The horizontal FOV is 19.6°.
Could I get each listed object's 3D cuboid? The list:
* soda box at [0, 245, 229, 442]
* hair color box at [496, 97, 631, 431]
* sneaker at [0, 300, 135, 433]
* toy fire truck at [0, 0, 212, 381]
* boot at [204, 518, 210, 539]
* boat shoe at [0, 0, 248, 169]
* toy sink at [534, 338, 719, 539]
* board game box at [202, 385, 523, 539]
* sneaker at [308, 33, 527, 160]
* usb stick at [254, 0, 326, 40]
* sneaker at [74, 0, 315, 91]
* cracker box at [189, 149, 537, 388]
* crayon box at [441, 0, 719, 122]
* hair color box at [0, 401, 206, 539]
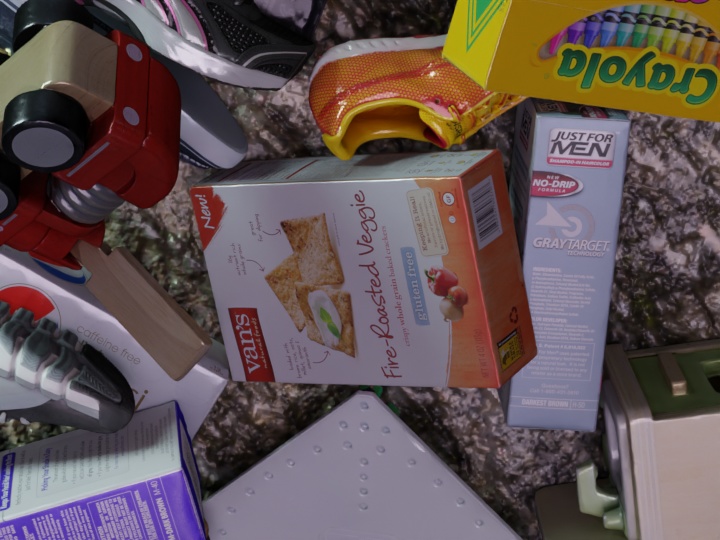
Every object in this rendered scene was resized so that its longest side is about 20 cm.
[{"bbox_3d":[-0.185,0.038,1.333,0.200,0.064,0.068,30,104,-12],"label":"soda box"},{"bbox_3d":[0.124,-0.010,1.313,0.060,0.099,0.200,3,107,-3],"label":"hair color box"},{"bbox_3d":[-0.244,0.076,1.276,0.200,0.075,0.116,28,106,0],"label":"sneaker"},{"bbox_3d":[-0.156,-0.039,1.239,0.200,0.129,0.176,27,136,-34],"label":"toy fire truck"},{"bbox_3d":[-0.145,0.257,1.401,0.200,0.072,0.166,-31,115,17],"label":"boot"},{"bbox_3d":[-0.170,-0.109,1.291,0.200,0.071,0.091,38,111,-10],"label":"boat shoe"},{"bbox_3d":[0.210,0.113,1.340,0.200,0.130,0.112,-8,107,1],"label":"toy sink"},{"bbox_3d":[0.004,0.188,1.374,0.200,0.026,0.200,-37,106,29],"label":"board game box"},{"bbox_3d":[0.070,-0.112,1.262,0.200,0.073,0.077,-16,64,5],"label":"sneaker"},{"bbox_3d":[-0.118,-0.192,1.282,0.200,0.033,0.056,21,98,-9],"label":"usb stick"},{"bbox_3d":[-0.112,-0.178,1.227,0.200,0.080,0.086,26,106,-13],"label":"sneaker"},{"bbox_3d":[0.000,0.000,1.282,0.200,0.058,0.134,-1,110,34],"label":"cracker box"},{"bbox_3d":[0.163,-0.180,1.188,0.200,0.058,0.173,4,111,-32],"label":"crayon box"},{"bbox_3d":[-0.198,0.152,1.272,0.200,0.109,0.065,-15,109,-2],"label":"hair color box"}]
